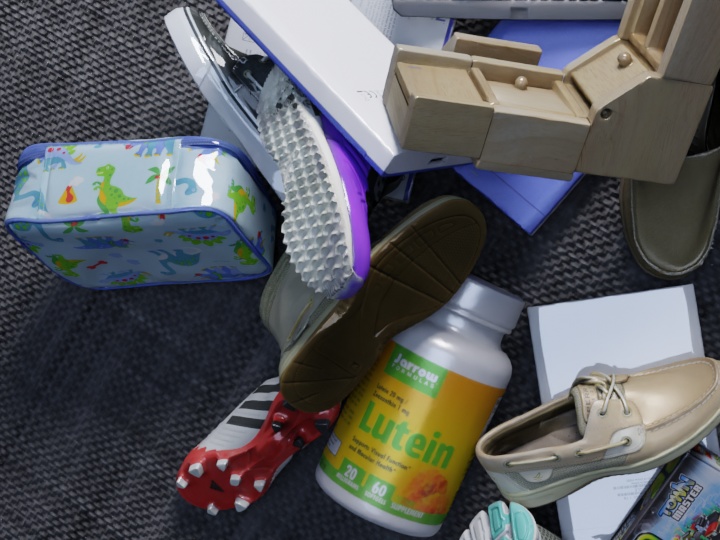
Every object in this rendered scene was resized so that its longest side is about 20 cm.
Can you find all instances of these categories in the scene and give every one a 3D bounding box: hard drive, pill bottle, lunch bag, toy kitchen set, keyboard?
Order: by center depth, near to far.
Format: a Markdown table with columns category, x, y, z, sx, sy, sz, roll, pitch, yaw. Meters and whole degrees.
| category | x | y | z | sx | sy | sz | roll | pitch | yaw |
| --- | --- | --- | --- | --- | --- | --- | --- | --- | --- |
| toy kitchen set | 0.128 | -0.182 | 0.796 | 0.200 | 0.163 | 0.181 | 6 | 122 | -14 |
| hard drive | -0.006 | -0.150 | 0.856 | 0.200 | 0.132 | 0.025 | 48 | 123 | 20 |
| keyboard | 0.124 | -0.248 | 0.886 | 0.200 | 0.040 | 0.104 | 1 | 79 | 4 |
| pill bottle | 0.052 | 0.098 | 0.909 | 0.111 | 0.111 | 0.200 | 25 | 94 | 12 |
| hard drive | 0.214 | 0.119 | 0.915 | 0.132 | 0.027 | 0.200 | -9 | 88 | 13 |
| hard drive | 0.154 | -0.148 | 0.926 | 0.132 | 0.025 | 0.200 | 42 | 98 | 11 |
| lunch bag | -0.175 | -0.043 | 0.943 | 0.200 | 0.161 | 0.083 | -3 | 66 | 15 |

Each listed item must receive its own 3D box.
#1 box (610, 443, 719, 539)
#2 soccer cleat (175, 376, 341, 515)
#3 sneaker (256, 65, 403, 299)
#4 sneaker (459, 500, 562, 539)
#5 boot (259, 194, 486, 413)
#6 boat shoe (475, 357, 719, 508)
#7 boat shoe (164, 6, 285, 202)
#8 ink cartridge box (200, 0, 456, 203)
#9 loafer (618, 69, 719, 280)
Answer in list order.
| category | x | y | z | sx | sy | sz | roll | pitch | yaw |
| --- | --- | --- | --- | --- | --- | --- | --- | --- | --- |
| box | 0.242 | 0.239 | 0.880 | 0.110 | 0.035 | 0.200 | 32 | 105 | 4 |
| soccer cleat | -0.082 | 0.137 | 0.967 | 0.069 | 0.085 | 0.200 | 41 | 123 | -11 |
| sneaker | -0.006 | -0.067 | 0.830 | 0.070 | 0.099 | 0.200 | -50 | 44 | 41 |
| sneaker | 0.090 | 0.266 | 0.917 | 0.200 | 0.091 | 0.078 | -42 | 37 | 29 |
| boot | 0.000 | 0.000 | 0.894 | 0.072 | 0.155 | 0.200 | 39 | 100 | -25 |
| boat shoe | 0.184 | 0.113 | 0.863 | 0.200 | 0.072 | 0.065 | -27 | 124 | 16 |
| boat shoe | -0.080 | -0.141 | 0.928 | 0.071 | 0.072 | 0.200 | -37 | 87 | 6 |
| ink cartridge box | -0.022 | -0.170 | 0.961 | 0.200 | 0.041 | 0.200 | 16 | 92 | 19 |
| loafer | 0.239 | -0.084 | 0.870 | 0.076 | 0.067 | 0.200 | -1 | 108 | 7 |
